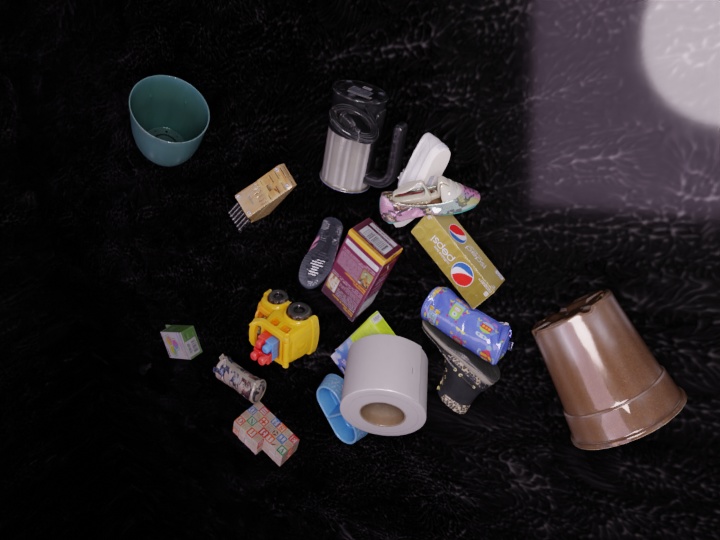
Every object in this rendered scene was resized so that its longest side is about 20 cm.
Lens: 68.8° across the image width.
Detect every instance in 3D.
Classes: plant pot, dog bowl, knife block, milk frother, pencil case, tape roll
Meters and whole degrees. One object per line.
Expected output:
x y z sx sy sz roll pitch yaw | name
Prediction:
-0.508 -0.375 1.386 0.203 0.199 0.161 53 145 4 | plant pot
-0.055 0.393 1.475 0.110 0.049 0.205 -26 93 44 | dog bowl
-0.254 -0.180 1.362 0.197 0.176 0.065 -35 91 -1 | knife block
-0.022 -0.241 1.025 0.178 0.197 0.193 35 130 28 | milk frother
0.220 0.109 1.084 0.197 0.088 0.078 32 170 24 | pencil case
0.402 0.156 0.889 0.198 0.197 0.203 -33 83 44 | plant pot
0.056 0.263 1.197 0.194 0.142 0.207 6 138 5 | tape roll
-0.392 0.354 1.718 0.196 0.078 0.091 24 145 29 | pencil case

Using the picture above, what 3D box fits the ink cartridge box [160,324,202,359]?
-0.666 0.259 1.914 0.195 0.059 0.108 -3 109 41 | ink cartridge box

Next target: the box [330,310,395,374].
0.017 0.207 1.323 0.123 0.047 0.200 51 133 8 | box

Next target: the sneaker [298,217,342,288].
-0.091 -0.025 1.210 0.068 0.204 0.083 25 142 0 | sneaker

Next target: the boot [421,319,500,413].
0.193 0.210 1.161 0.202 0.073 0.156 40 134 17 | boot

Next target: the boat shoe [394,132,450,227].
0.106 -0.178 1.049 0.069 0.070 0.203 55 142 29 | boat shoe

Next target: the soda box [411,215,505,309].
0.193 -0.030 1.048 0.202 0.063 0.068 52 133 7 | soda box

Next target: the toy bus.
-0.236 0.168 1.420 0.196 0.190 0.140 28 129 27 | toy bus

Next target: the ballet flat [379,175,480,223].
0.129 -0.139 0.988 0.192 0.071 0.073 -9 131 7 | ballet flat

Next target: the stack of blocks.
-0.308 0.537 1.714 0.197 0.114 0.060 36 130 20 | stack of blocks

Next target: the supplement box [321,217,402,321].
0.000 0.000 1.209 0.110 0.085 0.203 41 131 15 | supplement box
